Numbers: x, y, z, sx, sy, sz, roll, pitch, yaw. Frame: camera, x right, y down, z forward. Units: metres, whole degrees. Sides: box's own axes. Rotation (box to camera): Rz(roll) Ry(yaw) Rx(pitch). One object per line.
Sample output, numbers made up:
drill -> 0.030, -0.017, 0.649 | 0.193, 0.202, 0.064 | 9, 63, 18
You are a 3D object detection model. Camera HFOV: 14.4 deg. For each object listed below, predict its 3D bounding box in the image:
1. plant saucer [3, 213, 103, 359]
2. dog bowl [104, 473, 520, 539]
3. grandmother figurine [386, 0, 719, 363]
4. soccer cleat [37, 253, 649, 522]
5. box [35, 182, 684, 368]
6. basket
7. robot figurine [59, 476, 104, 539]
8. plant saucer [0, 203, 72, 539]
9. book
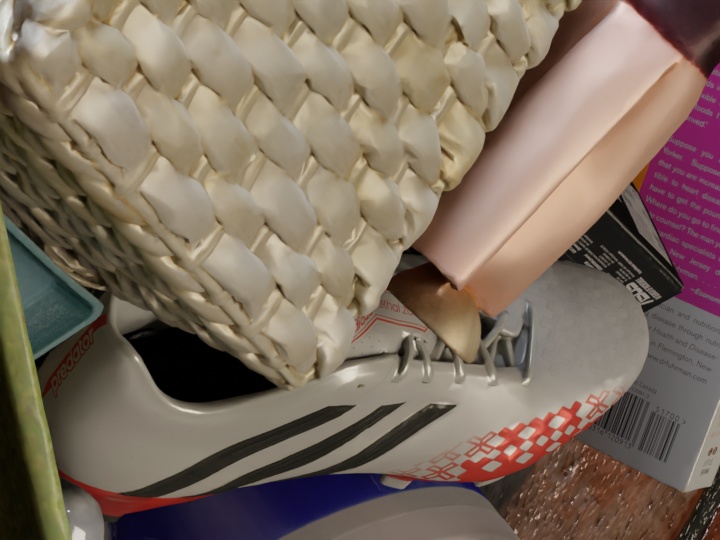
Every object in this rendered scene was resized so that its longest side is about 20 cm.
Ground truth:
plant saucer -> -0.160, 0.046, 0.691 | 0.200, 0.019, 0.070 | -32, 153, 4
dog bowl -> -0.046, 0.124, 0.913 | 0.200, 0.079, 0.200 | -30, 153, -17
grandmother figurine -> 0.077, -0.067, 0.762 | 0.200, 0.121, 0.061 | -47, -171, 2
soccer cleat -> 0.003, 0.023, 0.820 | 0.200, 0.069, 0.085 | -7, 150, -24
box -> 0.000, 0.000, 0.901 | 0.160, 0.044, 0.200 | -29, 155, 13
basket -> -0.052, -0.109, 0.682 | 0.198, 0.161, 0.200 | -56, 150, -11
robot figurine -> -0.111, 0.144, 0.706 | 0.170, 0.113, 0.200 | -5, 107, -36
plant saucer -> -0.158, 0.073, 0.608 | 0.048, 0.200, 0.200 | -113, -169, -82
book -> 0.101, -0.038, 1.037 | 0.048, 0.134, 0.200 | -6, 119, -60
